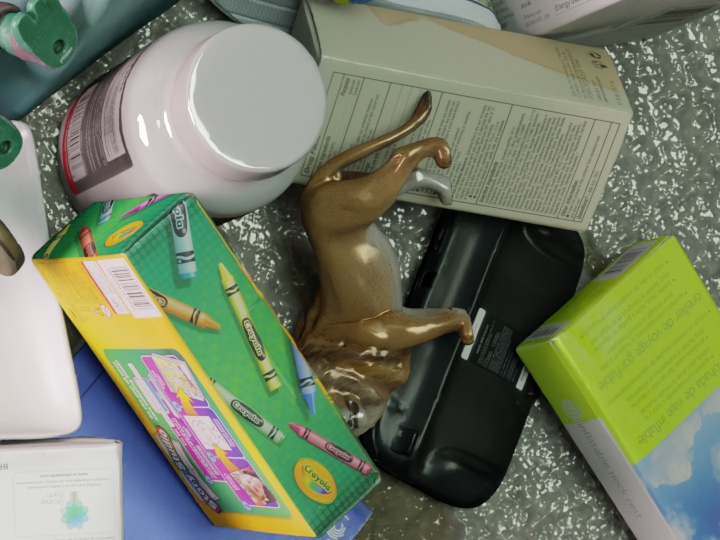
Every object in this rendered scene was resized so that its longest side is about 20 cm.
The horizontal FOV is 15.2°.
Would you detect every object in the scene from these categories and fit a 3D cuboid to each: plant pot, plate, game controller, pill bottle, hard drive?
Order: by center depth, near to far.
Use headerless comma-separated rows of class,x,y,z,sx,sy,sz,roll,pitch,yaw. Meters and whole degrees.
plate,-0.268,0.011,1.508,0.199,0.032,0.201,-2,65,-23
plant pot,-0.161,-0.197,1.515,0.141,0.200,0.142,-39,97,-22
pill bottle,-0.093,-0.079,1.525,0.110,0.200,0.111,3,82,-23
hard drive,-0.105,0.126,1.585,0.200,0.025,0.132,44,69,-11
game controller,0.072,0.044,1.669,0.104,0.042,0.201,32,72,-30

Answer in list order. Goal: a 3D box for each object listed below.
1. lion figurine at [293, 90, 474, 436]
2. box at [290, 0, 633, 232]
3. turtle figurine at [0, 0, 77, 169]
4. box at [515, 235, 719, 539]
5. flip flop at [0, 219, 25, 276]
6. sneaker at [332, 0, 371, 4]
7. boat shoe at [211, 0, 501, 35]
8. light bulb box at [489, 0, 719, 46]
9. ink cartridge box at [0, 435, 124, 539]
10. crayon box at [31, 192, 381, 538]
lion figurine,0.000,0.000,1.585,0.122,0.072,0.201,-8,101,0
box,0.052,-0.094,1.626,0.199,0.078,0.095,10,123,-17
turtle figurine,-0.248,-0.131,1.486,0.100,0.200,0.150,4,107,-50
box,0.198,0.094,1.689,0.122,0.048,0.200,-39,103,-29
flip flop,-0.279,-0.033,1.467,0.199,0.081,0.058,20,74,-8
sneaker,-0.058,-0.235,1.576,0.199,0.071,0.083,34,65,-3
boat shoe,-0.009,-0.171,1.654,0.199,0.072,0.062,18,37,-18
light bulb box,0.155,-0.252,1.653,0.124,0.198,0.201,-8,87,-26
ink cartridge box,-0.201,0.196,1.496,0.136,0.076,0.201,-2,88,-16
crayon box,-0.087,0.054,1.506,0.058,0.119,0.200,-42,109,-25
